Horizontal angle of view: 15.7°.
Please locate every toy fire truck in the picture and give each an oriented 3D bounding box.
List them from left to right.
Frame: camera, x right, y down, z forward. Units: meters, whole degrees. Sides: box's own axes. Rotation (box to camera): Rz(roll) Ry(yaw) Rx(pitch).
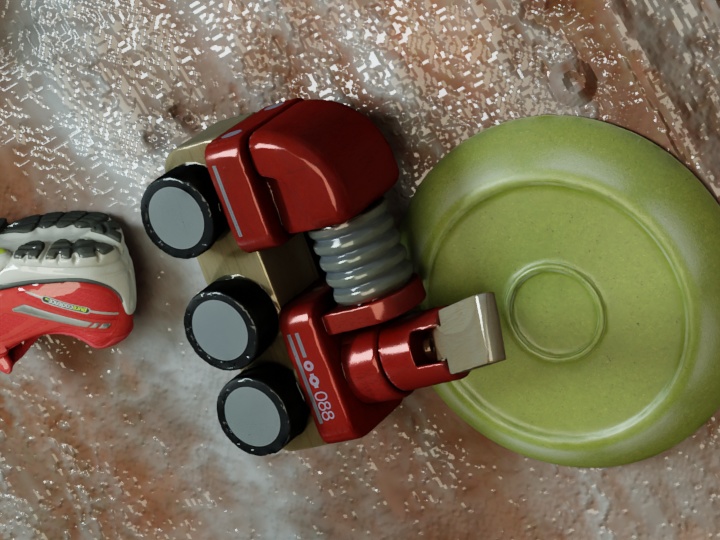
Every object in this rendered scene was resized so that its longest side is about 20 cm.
[{"bbox_3d":[0.000,0.000,1.349,0.199,0.129,0.177,-13,104,32],"label":"toy fire truck"}]

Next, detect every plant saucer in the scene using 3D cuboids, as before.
[{"bbox_3d":[0.107,0.018,1.384,0.199,0.031,0.201,7,112,19],"label":"plant saucer"}]

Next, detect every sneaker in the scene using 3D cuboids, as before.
[{"bbox_3d":[-0.221,0.019,1.490,0.199,0.077,0.085,0,115,22],"label":"sneaker"}]
